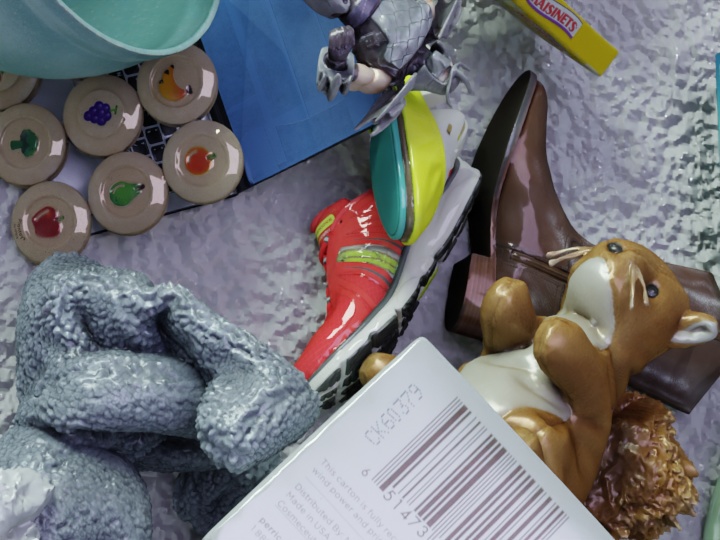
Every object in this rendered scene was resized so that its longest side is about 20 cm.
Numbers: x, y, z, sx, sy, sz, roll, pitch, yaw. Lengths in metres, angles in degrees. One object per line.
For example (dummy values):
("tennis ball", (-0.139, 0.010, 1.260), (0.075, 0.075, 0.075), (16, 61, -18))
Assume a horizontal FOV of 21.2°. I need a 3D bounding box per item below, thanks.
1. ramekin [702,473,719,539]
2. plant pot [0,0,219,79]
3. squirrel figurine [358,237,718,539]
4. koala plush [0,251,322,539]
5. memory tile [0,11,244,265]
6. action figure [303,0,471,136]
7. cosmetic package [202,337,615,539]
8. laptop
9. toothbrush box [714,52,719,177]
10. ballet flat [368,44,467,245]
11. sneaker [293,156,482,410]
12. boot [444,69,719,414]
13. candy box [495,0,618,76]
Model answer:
("ramekin", (0.313, 0.182, 1.207), (0.097, 0.200, 0.202), (13, 72, -26))
("plant pot", (-0.190, -0.192, 1.074), (0.200, 0.133, 0.202), (32, 48, -45))
("squirrel figurine", (0.133, 0.082, 1.179), (0.187, 0.141, 0.201), (-43, 126, -22))
("koala plush", (-0.156, 0.112, 1.061), (0.183, 0.178, 0.201), (36, 66, 3))
("memory tile", (-0.163, -0.116, 1.154), (0.152, 0.017, 0.202), (-20, 83, 4))
("action figure", (-0.010, -0.165, 1.108), (0.200, 0.069, 0.131), (40, 52, -14))
("cosmetic package", (0.014, 0.170, 1.066), (0.165, 0.200, 0.165), (-42, 83, -20))
("laptop", (-0.113, -0.142, 1.163), (0.198, 0.116, 0.189), (-16, 82, -24))
("toothbrush box", (0.318, -0.046, 1.300), (0.146, 0.085, 0.202), (13, 70, -42))
("ballet flat", (0.030, -0.098, 1.198), (0.066, 0.067, 0.201), (-3, 47, -17))
("sneaker", (0.000, 0.000, 1.206), (0.084, 0.077, 0.201), (28, 61, 8))
("boot", (0.166, -0.017, 1.268), (0.198, 0.064, 0.188), (16, 84, -13))
("candy box", (0.076, -0.200, 1.222), (0.200, 0.102, 0.026), (35, 94, -39))
